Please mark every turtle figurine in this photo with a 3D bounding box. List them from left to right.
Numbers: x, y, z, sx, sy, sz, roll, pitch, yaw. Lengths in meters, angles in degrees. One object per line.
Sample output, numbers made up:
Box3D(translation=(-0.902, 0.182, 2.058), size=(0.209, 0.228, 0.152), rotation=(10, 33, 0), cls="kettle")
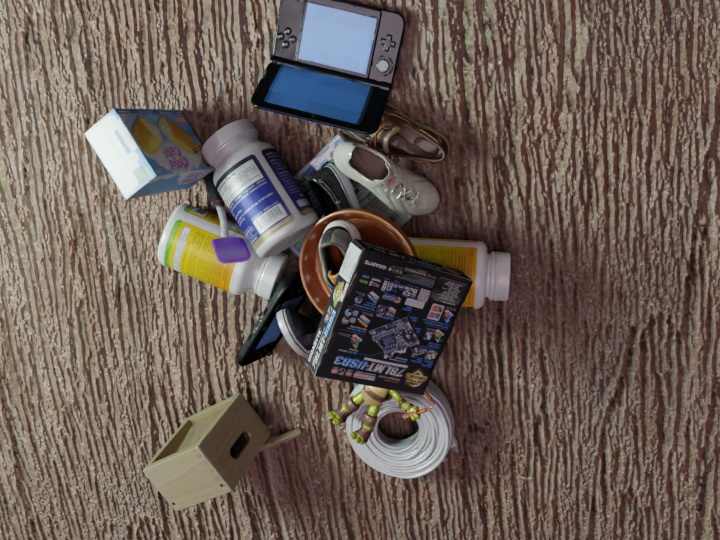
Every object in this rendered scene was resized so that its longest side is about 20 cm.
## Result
Box3D(translation=(0.014, 0.203, 1.241), size=(0.199, 0.064, 0.162), rotation=(36, 111, -1), cls="turtle figurine")

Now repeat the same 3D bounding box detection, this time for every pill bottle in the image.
Box3D(translation=(-0.228, -0.026, 1.237), size=(0.198, 0.111, 0.112), rotation=(22, 111, 1), cls="pill bottle")
Box3D(translation=(-0.163, -0.132, 1.171), size=(0.115, 0.116, 0.201), rotation=(-34, 85, 18), cls="pill bottle")
Box3D(translation=(0.141, 0.004, 1.191), size=(0.198, 0.109, 0.110), rotation=(3, 110, 8), cls="pill bottle")

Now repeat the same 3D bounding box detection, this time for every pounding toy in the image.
Box3D(translation=(-0.246, 0.329, 1.344), size=(0.183, 0.200, 0.143), rotation=(-27, 104, 32), cls="pounding toy")

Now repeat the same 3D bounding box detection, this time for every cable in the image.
Box3D(translation=(0.069, 0.278, 1.321), size=(0.198, 0.069, 0.202), rotation=(-9, 108, 12), cls="cable")

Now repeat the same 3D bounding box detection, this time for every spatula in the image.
Box3D(translation=(-0.226, -0.089, 1.197), size=(0.056, 0.201, 0.021), rotation=(-5, 147, -26), cls="spatula")

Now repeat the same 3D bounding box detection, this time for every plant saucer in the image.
Box3D(translation=(0.000, 0.000, 1.147), size=(0.198, 0.032, 0.203), rotation=(7, 111, 19), cls="plant saucer")

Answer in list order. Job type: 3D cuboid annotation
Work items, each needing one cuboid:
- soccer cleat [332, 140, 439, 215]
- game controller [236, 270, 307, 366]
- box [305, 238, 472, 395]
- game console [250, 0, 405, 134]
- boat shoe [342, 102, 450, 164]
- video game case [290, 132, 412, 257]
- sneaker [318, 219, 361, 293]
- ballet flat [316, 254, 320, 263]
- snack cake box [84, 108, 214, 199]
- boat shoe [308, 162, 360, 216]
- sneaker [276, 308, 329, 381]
Box3D(translation=(0.046, -0.139, 1.145), size=(0.199, 0.077, 0.070), rotation=(26, 89, -23), cls="soccer cleat")
Box3D(translation=(-0.145, 0.083, 1.262), size=(0.042, 0.104, 0.201), rotation=(37, 116, 9), cls="game controller")
Box3D(translation=(0.043, 0.075, 1.079), size=(0.198, 0.050, 0.200), rotation=(14, 106, -28), cls="box")
Box3D(translation=(-0.047, -0.316, 1.102), size=(0.198, 0.118, 0.172), rotation=(14, 111, 3), cls="game console")
Box3D(translation=(0.046, -0.215, 1.147), size=(0.198, 0.072, 0.073), rotation=(25, 111, 0), cls="boat shoe")
Box3D(translation=(-0.044, -0.096, 1.232), size=(0.200, 0.022, 0.182), rotation=(-40, 99, 20), cls="video game case")
Box3D(translation=(-0.018, 0.029, 1.103), size=(0.073, 0.079, 0.202), rotation=(-15, 105, 23), cls="sneaker")
Box3D(translation=(-0.003, 0.027, 1.215), size=(0.200, 0.062, 0.067), rotation=(49, 129, 0), cls="ballet flat")
Box3D(translation=(-0.319, -0.184, 1.139), size=(0.067, 0.200, 0.116), rotation=(-33, 92, 18), cls="snack cake box")
Box3D(translation=(-0.025, -0.072, 1.182), size=(0.068, 0.056, 0.202), rotation=(-10, 107, 59), cls="boat shoe")
Box3D(translation=(-0.068, 0.114, 1.254), size=(0.079, 0.079, 0.200), rotation=(-28, 140, 9), cls="sneaker")
